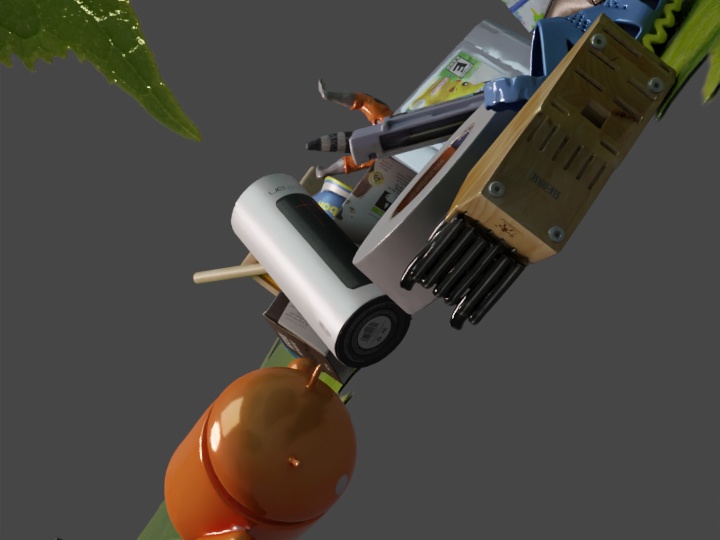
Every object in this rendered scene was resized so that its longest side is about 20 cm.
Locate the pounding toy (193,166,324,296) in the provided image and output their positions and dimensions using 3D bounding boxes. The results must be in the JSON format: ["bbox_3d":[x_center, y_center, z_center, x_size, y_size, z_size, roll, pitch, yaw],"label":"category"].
[{"bbox_3d":[-0.081,-0.014,1.669,0.143,0.199,0.184,-56,5,-32],"label":"pounding toy"}]

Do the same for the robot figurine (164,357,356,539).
[{"bbox_3d":[-0.074,0.146,0.942,0.143,0.117,0.200,-23,-17,-36],"label":"robot figurine"}]

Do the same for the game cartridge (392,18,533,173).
[{"bbox_3d":[0.113,-0.171,1.363,0.200,0.040,0.133,-47,48,-4],"label":"game cartridge"}]

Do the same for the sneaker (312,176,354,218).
[{"bbox_3d":[-0.038,-0.037,1.409,0.200,0.073,0.083,110,-176,-76],"label":"sneaker"}]

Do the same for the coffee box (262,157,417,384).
[{"bbox_3d":[0.000,0.000,1.280,0.201,0.079,0.113,-55,-17,-12],"label":"coffee box"}]

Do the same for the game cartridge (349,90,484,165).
[{"bbox_3d":[0.088,-0.144,1.214,0.197,0.039,0.130,-15,13,4],"label":"game cartridge"}]

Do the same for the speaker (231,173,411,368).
[{"bbox_3d":[-0.039,-0.003,1.170,0.080,0.200,0.082,-22,-44,-22],"label":"speaker"}]

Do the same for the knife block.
[{"bbox_3d":[0.108,-0.057,0.868,0.201,0.064,0.176,-55,5,-10],"label":"knife block"}]

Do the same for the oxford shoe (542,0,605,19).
[{"bbox_3d":[0.212,-0.237,1.092,0.200,0.072,0.085,-51,7,36],"label":"oxford shoe"}]

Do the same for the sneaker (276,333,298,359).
[{"bbox_3d":[-0.025,0.043,1.525,0.200,0.077,0.081,-41,5,41],"label":"sneaker"}]

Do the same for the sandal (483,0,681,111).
[{"bbox_3d":[0.161,-0.158,0.942,0.201,0.087,0.079,-53,2,-10],"label":"sandal"}]

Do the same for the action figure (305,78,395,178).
[{"bbox_3d":[0.040,-0.118,1.461,0.105,0.191,0.203,-48,-35,-71],"label":"action figure"}]

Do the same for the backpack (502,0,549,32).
[{"bbox_3d":[0.222,-0.318,1.282,0.199,0.154,0.164,-22,26,37],"label":"backpack"}]

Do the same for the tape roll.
[{"bbox_3d":[0.082,-0.060,1.059,0.201,0.066,0.200,-48,5,6],"label":"tape roll"}]

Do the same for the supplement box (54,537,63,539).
[{"bbox_3d":[-0.222,0.325,0.920,0.201,0.133,0.200,-63,8,-28],"label":"supplement box"}]
